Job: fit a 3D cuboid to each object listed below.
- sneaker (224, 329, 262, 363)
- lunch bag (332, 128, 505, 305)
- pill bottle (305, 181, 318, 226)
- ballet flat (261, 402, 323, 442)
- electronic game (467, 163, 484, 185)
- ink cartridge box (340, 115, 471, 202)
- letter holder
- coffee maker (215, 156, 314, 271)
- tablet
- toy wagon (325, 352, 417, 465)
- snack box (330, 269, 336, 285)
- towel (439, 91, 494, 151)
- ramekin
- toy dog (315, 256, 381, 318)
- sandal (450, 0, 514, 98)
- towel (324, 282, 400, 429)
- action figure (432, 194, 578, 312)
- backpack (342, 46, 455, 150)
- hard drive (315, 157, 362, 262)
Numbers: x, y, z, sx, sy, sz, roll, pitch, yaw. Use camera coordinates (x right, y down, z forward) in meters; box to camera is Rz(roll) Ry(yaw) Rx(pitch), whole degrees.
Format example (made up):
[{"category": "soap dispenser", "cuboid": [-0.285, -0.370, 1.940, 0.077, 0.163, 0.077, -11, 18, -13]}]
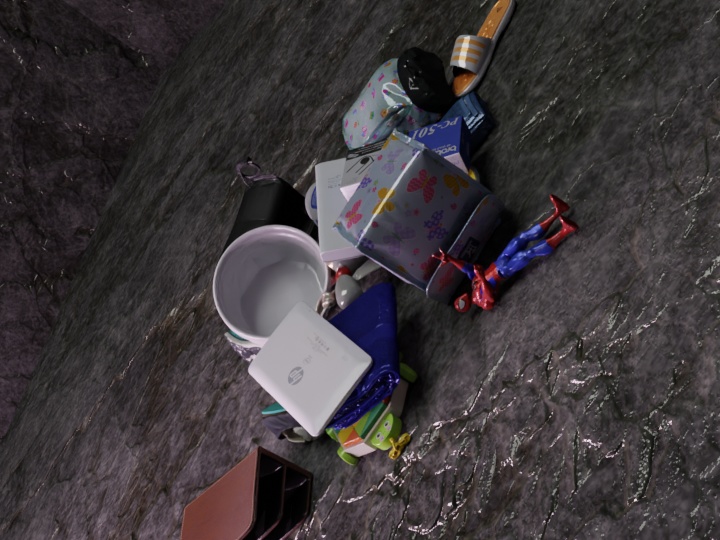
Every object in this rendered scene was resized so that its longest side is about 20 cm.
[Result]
[{"category": "sneaker", "cuboid": [-0.172, 0.126, 1.968, 0.199, 0.078, 0.080, 2, 50, 54]}, {"category": "lunch bag", "cuboid": [0.093, -0.066, 1.501, 0.171, 0.199, 0.127, -55, 32, 3]}, {"category": "pill bottle", "cuboid": [-0.023, -0.113, 1.898, 0.113, 0.111, 0.200, -60, 24, -6]}, {"category": "ballet flat", "cuboid": [-0.086, 0.224, 1.667, 0.199, 0.073, 0.074, -26, 38, 58]}, {"category": "electronic game", "cuboid": [0.113, -0.075, 1.661, 0.200, 0.041, 0.202, -40, 32, 32]}, {"category": "ink cartridge box", "cuboid": [0.069, -0.166, 1.687, 0.197, 0.044, 0.095, -14, 40, 22]}, {"category": "letter holder", "cuboid": [-0.171, 0.378, 1.604, 0.200, 0.100, 0.143, -42, 30, 33]}, {"category": "coffee maker", "cuboid": [-0.195, -0.067, 2.077, 0.134, 0.191, 0.202, -27, 38, 49]}, {"category": "tablet", "cuboid": [-0.074, 0.132, 1.534, 0.131, 0.014, 0.200, -52, 40, -2]}, {"category": "toy wagon", "cuboid": [0.018, 0.192, 1.532, 0.156, 0.039, 0.200, -55, 23, 7]}, {"category": "snack box", "cuboid": [-0.097, 0.032, 1.972, 0.200, 0.024, 0.072, -40, 29, 35]}, {"category": "towel", "cuboid": [0.129, -0.194, 1.777, 0.200, 0.048, 0.112, -49, 24, 20]}, {"category": "ramekin", "cuboid": [-0.140, 0.036, 1.851, 0.105, 0.198, 0.202, 68, -136, -66]}, {"category": "toy dog", "cuboid": [0.000, 0.000, 1.737, 0.132, 0.095, 0.202, 131, 152, -50]}, {"category": "sandal", "cuboid": [0.192, -0.389, 1.877, 0.079, 0.059, 0.209, -1, 60, 63]}, {"category": "towel", "cuboid": [0.002, 0.121, 1.552, 0.147, 0.049, 0.201, -37, 30, 25]}, {"category": "action figure", "cuboid": [0.173, -0.022, 1.419, 0.200, 0.098, 0.066, -48, 33, 28]}, {"category": "backpack", "cuboid": [0.062, -0.271, 1.900, 0.200, 0.125, 0.168, -49, 31, 33]}, {"category": "hard drive", "cuboid": [-0.003, -0.105, 1.734, 0.130, 0.026, 0.202, -11, 47, 6]}]
